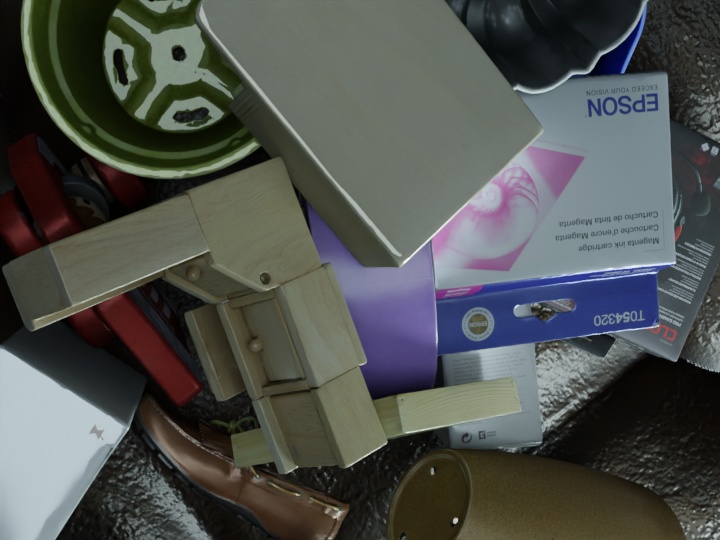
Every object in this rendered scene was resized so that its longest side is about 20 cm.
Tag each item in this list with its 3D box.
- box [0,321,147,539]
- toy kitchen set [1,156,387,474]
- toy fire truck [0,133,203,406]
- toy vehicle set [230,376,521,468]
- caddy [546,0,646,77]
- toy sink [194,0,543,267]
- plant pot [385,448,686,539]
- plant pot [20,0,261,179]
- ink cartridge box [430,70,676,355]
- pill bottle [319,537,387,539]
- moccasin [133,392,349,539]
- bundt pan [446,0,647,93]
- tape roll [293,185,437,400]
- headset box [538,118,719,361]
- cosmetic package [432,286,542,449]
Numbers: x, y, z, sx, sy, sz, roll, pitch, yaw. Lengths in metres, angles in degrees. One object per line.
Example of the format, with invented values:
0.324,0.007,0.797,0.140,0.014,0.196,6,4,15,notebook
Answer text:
-0.250,0.132,0.912,0.106,0.200,0.153,34,90,-8,box
-0.122,0.060,0.800,0.179,0.163,0.202,-25,96,-37,toy kitchen set
-0.191,-0.006,0.910,0.112,0.168,0.201,-34,120,-3,toy fire truck
0.008,0.116,0.909,0.123,0.199,0.027,-3,78,-41,toy vehicle set
0.140,-0.182,0.957,0.140,0.105,0.202,22,92,-9,caddy
-0.005,-0.119,0.778,0.130,0.112,0.200,-43,100,-10,toy sink
0.121,0.219,0.934,0.199,0.186,0.188,30,91,-32,plant pot
-0.139,-0.169,0.908,0.198,0.184,0.203,0,94,-6,plant pot
0.140,-0.042,0.909,0.194,0.043,0.203,-7,97,-11,ink cartridge box
-0.052,0.277,0.953,0.199,0.109,0.110,-24,98,26,pill bottle
-0.098,0.160,0.995,0.200,0.074,0.078,35,84,-6,moccasin
0.117,-0.228,0.830,0.200,0.076,0.203,-18,133,-21,bundt pan
0.000,0.000,0.929,0.084,0.200,0.203,-6,95,-6,tape roll
0.222,-0.028,1.013,0.147,0.075,0.202,24,92,-8,headset box
0.091,0.036,0.987,0.080,0.113,0.203,-5,97,-7,cosmetic package
